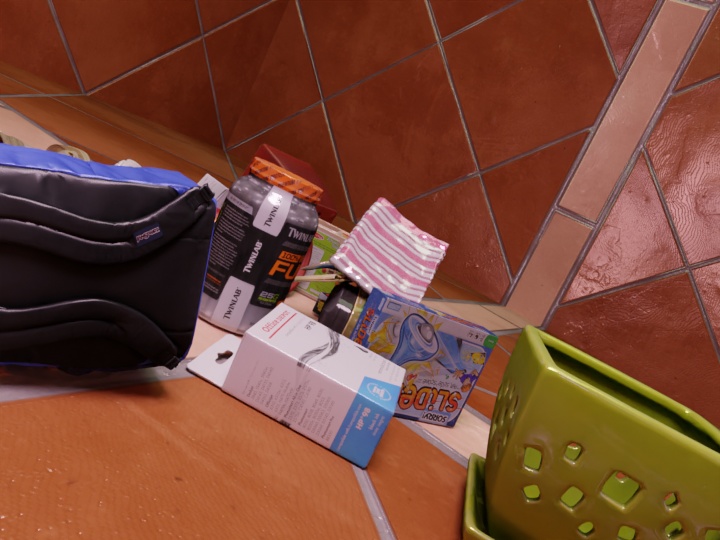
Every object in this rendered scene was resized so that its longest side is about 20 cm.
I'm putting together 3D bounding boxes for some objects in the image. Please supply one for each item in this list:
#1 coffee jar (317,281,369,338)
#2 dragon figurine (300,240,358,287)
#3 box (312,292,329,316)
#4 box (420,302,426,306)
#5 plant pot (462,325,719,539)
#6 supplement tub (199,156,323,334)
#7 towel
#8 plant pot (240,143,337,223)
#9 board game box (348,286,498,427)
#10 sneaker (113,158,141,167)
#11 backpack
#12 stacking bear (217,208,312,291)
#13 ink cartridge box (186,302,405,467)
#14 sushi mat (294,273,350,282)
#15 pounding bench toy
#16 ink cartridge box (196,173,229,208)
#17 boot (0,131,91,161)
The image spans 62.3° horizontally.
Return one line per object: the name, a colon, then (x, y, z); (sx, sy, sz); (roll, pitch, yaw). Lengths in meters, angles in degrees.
coffee jar: (0.034, 0.096, 0.864); (0.198, 0.086, 0.105); (26, 24, -4)
dragon figurine: (0.000, 0.000, 0.962); (0.199, 0.101, 0.058); (-27, 36, -37)
box: (0.024, 0.093, 1.038); (0.136, 0.040, 0.199); (33, 10, 29)
box: (0.071, 0.072, 1.037); (0.118, 0.042, 0.200); (29, 6, 15)
plant pot: (0.199, 0.185, 0.529); (0.197, 0.183, 0.200); (28, 8, 9)
supplement tub: (-0.130, -0.031, 0.753); (0.121, 0.202, 0.123); (25, 9, -4)
towel: (0.050, -0.024, 0.899); (0.146, 0.030, 0.200); (36, 40, -1)
plant pot: (-0.177, -0.147, 1.427); (0.176, 0.201, 0.199); (44, 16, 27)
board game box: (0.068, 0.112, 0.729); (0.198, 0.137, 0.034); (20, 9, -36)
sneaker: (-0.326, -0.093, 0.942); (0.085, 0.077, 0.200); (48, 0, 22)
backpack: (-0.240, -0.010, 0.463); (0.198, 0.165, 0.167); (3, 13, -40)
stacking bear: (-0.191, -0.047, 1.016); (0.198, 0.123, 0.114); (21, 0, 15)
ink cartridge box: (-0.059, 0.100, 0.606); (0.198, 0.067, 0.116); (28, 14, 4)
sushi mat: (-0.113, 0.013, 0.873); (0.197, 0.012, 0.096); (-2, -1, 16)
pounding bench toy: (-0.097, -0.035, 1.148); (0.198, 0.125, 0.156); (26, 8, -1)
ink cartridge box: (-0.252, -0.110, 1.172); (0.173, 0.044, 0.200); (36, -11, 45)
boot: (-0.485, -0.160, 0.885); (0.155, 0.073, 0.200); (22, 15, -49)
